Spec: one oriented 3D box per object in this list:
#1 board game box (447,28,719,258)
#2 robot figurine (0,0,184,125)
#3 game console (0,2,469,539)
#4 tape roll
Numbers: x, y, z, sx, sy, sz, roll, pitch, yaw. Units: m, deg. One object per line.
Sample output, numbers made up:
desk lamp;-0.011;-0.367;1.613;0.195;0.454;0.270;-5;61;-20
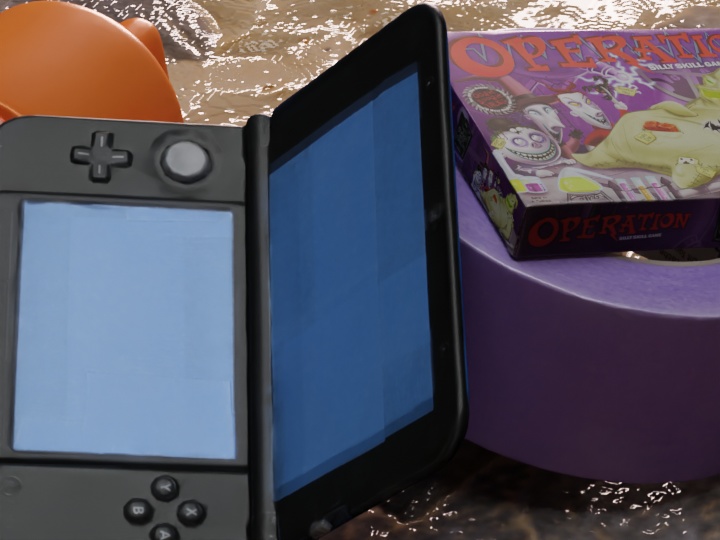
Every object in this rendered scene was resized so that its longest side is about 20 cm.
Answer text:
board game box;0.131;-0.054;1.092;0.199;0.032;0.120;-3;34;-22
robot figurine;-0.150;-0.043;1.196;0.144;0.117;0.200;38;40;3
game console;-0.056;0.003;1.037;0.170;0.118;0.200;3;58;-8
tape roll;0.097;-0.010;1.114;0.199;0.085;0.200;8;36;-6
